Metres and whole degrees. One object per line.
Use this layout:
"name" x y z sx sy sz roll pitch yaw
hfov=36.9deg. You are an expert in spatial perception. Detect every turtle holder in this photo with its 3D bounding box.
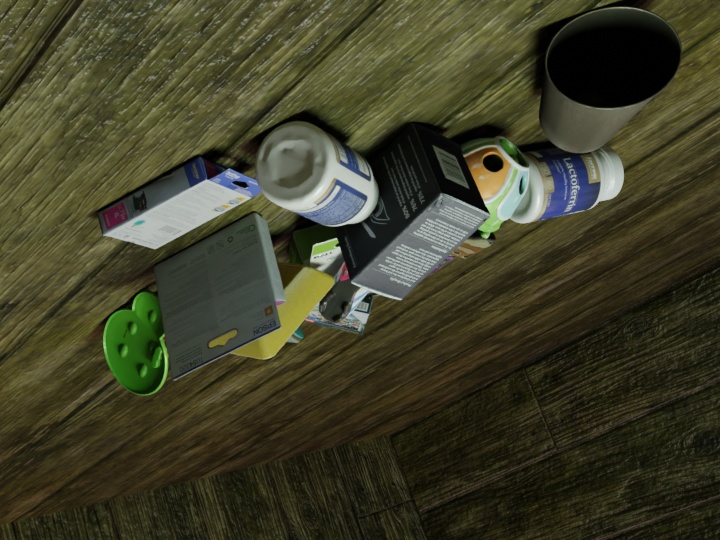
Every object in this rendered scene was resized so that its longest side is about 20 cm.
"turtle holder" 0.198 -0.132 1.650 0.185 0.141 0.132 20 124 -46

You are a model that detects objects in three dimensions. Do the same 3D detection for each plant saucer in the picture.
"plant saucer" -0.172 0.044 1.674 0.199 0.049 0.200 7 -140 33

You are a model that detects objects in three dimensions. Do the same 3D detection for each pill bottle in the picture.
"pill bottle" 0.335 -0.150 1.803 0.199 0.116 0.116 -13 162 -29
"pill bottle" -0.049 -0.120 1.430 0.111 0.111 0.200 -26 163 17

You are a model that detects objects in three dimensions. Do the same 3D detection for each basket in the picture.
"basket" 0.316 -0.245 1.454 0.180 0.136 0.200 -17 167 -6

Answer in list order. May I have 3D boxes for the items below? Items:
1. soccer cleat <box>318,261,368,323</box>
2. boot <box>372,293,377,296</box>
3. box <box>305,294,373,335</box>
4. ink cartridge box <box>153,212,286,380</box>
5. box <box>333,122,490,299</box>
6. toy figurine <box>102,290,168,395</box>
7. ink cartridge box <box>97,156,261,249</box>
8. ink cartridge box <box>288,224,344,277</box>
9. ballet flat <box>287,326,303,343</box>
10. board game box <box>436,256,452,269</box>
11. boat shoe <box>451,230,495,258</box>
"soccer cleat" 0.000 0.000 1.720 0.200 0.070 0.086 -47 -173 32
"boot" -0.017 0.001 1.948 0.153 0.074 0.204 -10 161 -19
"box" -0.083 0.058 1.919 0.199 0.038 0.137 14 161 -1
"ink cartridge box" -0.207 0.042 1.600 0.196 0.201 0.043 -26 151 19
"box" 0.064 -0.081 1.535 0.104 0.148 0.200 20 129 -38
"toy figurine" -0.314 0.096 1.846 0.184 0.150 0.200 -22 146 -52
"ink cartridge box" -0.231 -0.093 1.423 0.199 0.042 0.119 -24 164 19
"ink cartridge box" -0.030 -0.051 1.747 0.147 0.076 0.200 -16 162 -14
"ballet flat" -0.164 0.082 1.866 0.071 0.069 0.200 -32 149 2
"board game box" 0.069 -0.002 1.860 0.120 0.032 0.200 -40 162 23
"boat shoe" 0.136 -0.053 1.683 0.074 0.076 0.200 -41 150 25
